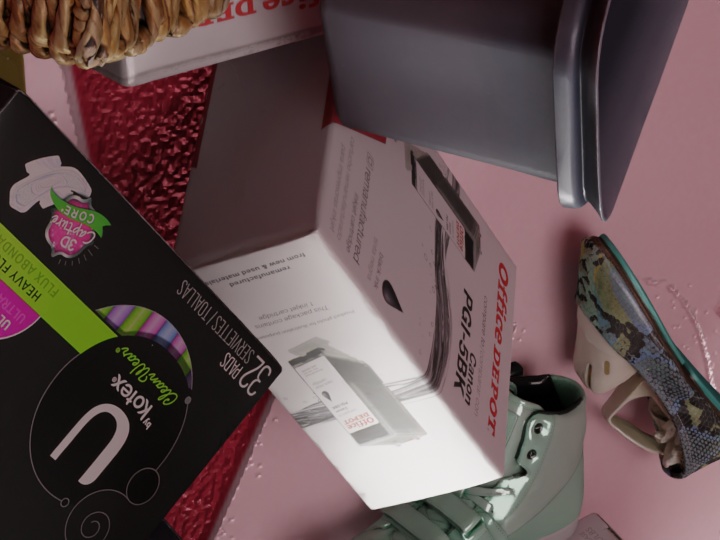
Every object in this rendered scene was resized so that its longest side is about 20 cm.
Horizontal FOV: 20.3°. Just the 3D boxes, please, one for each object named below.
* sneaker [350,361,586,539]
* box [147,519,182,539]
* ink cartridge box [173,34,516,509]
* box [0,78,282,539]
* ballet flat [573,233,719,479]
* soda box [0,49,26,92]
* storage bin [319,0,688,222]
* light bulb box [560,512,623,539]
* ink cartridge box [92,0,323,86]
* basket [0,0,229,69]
[{"bbox_3d":[0.050,0.122,1.147,0.199,0.074,0.119,-22,129,-36],"label":"sneaker"},{"bbox_3d":[-0.112,0.182,0.984,0.104,0.200,0.183,-42,129,-9],"label":"box"},{"bbox_3d":[0.000,0.000,1.003,0.082,0.148,0.200,-16,135,24],"label":"ink cartridge box"},{"bbox_3d":[-0.159,0.021,0.839,0.149,0.124,0.200,-51,134,-10],"label":"box"},{"bbox_3d":[0.167,0.061,1.210,0.074,0.074,0.200,-46,125,-8],"label":"ballet flat"},{"bbox_3d":[-0.190,-0.014,0.928,0.067,0.064,0.202,-15,119,-30],"label":"soda box"},{"bbox_3d":[0.069,-0.140,0.902,0.146,0.133,0.201,81,25,-48],"label":"storage bin"},{"bbox_3d":[0.150,0.292,1.200,0.124,0.198,0.201,-23,132,-25],"label":"light bulb box"},{"bbox_3d":[-0.071,-0.201,0.912,0.145,0.085,0.202,-18,122,-26],"label":"ink cartridge box"},{"bbox_3d":[-0.127,-0.197,0.785,0.143,0.148,0.202,-37,135,-55],"label":"basket"}]
